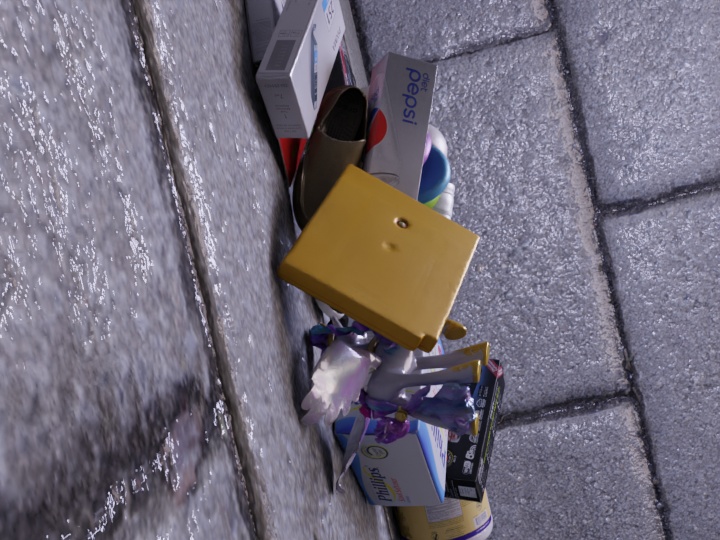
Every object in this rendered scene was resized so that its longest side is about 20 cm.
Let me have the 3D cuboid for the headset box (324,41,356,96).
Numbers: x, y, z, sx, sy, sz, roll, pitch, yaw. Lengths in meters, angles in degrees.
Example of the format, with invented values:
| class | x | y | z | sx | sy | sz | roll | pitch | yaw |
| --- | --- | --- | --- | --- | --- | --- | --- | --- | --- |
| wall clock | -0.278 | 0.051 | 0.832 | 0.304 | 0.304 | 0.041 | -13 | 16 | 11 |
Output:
| class | x | y | z | sx | sy | sz | roll | pitch | yaw |
| --- | --- | --- | --- | --- | --- | --- | --- | --- | --- |
| headset box | -0.050 | -0.286 | 1.443 | 0.200 | 0.077 | 0.149 | 61 | 17 | -66 |

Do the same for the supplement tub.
| class | x | y | z | sx | sy | sz | roll | pitch | yaw |
| --- | --- | --- | --- | --- | --- | --- | --- | --- | --- |
| supplement tub | 0.112 | 0.313 | 1.387 | 0.145 | 0.145 | 0.200 | -61 | 137 | -81 |

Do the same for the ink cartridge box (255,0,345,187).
| class | x | y | z | sx | sy | sz | roll | pitch | yaw |
| --- | --- | --- | --- | --- | --- | --- | --- | --- | --- |
| ink cartridge box | -0.059 | -0.227 | 1.079 | 0.176 | 0.045 | 0.200 | 75 | 23 | -51 |

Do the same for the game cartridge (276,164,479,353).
| class | x | y | z | sx | sy | sz | roll | pitch | yaw |
| --- | --- | --- | --- | --- | --- | --- | --- | --- | --- |
| game cartridge | 0.025 | -0.015 | 0.979 | 0.032 | 0.176 | 0.200 | -61 | 179 | 43 |

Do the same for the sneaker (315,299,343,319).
| class | x | y | z | sx | sy | sz | roll | pitch | yaw |
| --- | --- | --- | --- | --- | --- | --- | --- | --- | --- |
| sneaker | -0.007 | -0.032 | 1.157 | 0.071 | 0.099 | 0.200 | 41 | 27 | -31 |

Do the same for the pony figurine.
| class | x | y | z | sx | sy | sz | roll | pitch | yaw |
| --- | --- | --- | --- | --- | --- | --- | --- | --- | --- |
| pony figurine | 0.026 | 0.121 | 0.961 | 0.193 | 0.200 | 0.167 | -73 | 161 | -45 |

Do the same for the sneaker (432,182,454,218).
| class | x | y | z | sx | sy | sz | roll | pitch | yaw |
| --- | --- | --- | --- | --- | --- | --- | --- | --- | --- |
| sneaker | 0.036 | -0.073 | 1.351 | 0.074 | 0.200 | 0.116 | 36 | 57 | -72 |

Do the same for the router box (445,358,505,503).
| class | x | y | z | sx | sy | sz | roll | pitch | yaw |
| --- | --- | --- | --- | --- | --- | --- | --- | --- | --- |
| router box | 0.109 | 0.210 | 1.263 | 0.062 | 0.150 | 0.200 | 71 | 29 | -45 |

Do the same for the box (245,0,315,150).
| class | x | y | z | sx | sy | sz | roll | pitch | yaw |
| --- | --- | --- | --- | --- | --- | --- | --- | --- | --- |
| box | -0.099 | -0.261 | 1.152 | 0.200 | 0.036 | 0.144 | 62 | 17 | -63 |

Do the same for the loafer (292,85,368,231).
| class | x | y | z | sx | sy | sz | roll | pitch | yaw |
| --- | --- | --- | --- | --- | --- | --- | --- | --- | --- |
| loafer | -0.034 | -0.135 | 1.087 | 0.067 | 0.076 | 0.200 | 130 | -32 | -74 |

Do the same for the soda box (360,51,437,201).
| class | x | y | z | sx | sy | sz | roll | pitch | yaw |
| --- | --- | --- | --- | --- | --- | --- | --- | --- | --- |
| soda box | 0.039 | -0.157 | 1.112 | 0.063 | 0.068 | 0.200 | 161 | -60 | -72 |

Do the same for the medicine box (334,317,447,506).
| class | x | y | z | sx | sy | sz | roll | pitch | yaw |
| --- | --- | --- | --- | --- | --- | --- | --- | --- | --- |
| medicine box | 0.047 | 0.165 | 1.149 | 0.182 | 0.103 | 0.200 | 70 | 20 | -47 |

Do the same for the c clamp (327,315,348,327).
| class | x | y | z | sx | sy | sz | roll | pitch | yaw |
| --- | --- | --- | --- | --- | --- | --- | --- | --- | --- |
| c clamp | -0.015 | 0.100 | 1.206 | 0.171 | 0.027 | 0.200 | -96 | 171 | -51 |

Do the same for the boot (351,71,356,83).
| class | x | y | z | sx | sy | sz | roll | pitch | yaw |
| --- | --- | --- | --- | --- | --- | --- | --- | --- | --- |
| boot | -0.022 | -0.253 | 1.709 | 0.200 | 0.066 | 0.175 | 61 | 30 | -66 |

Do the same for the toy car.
| class | x | y | z | sx | sy | sz | roll | pitch | yaw |
| --- | --- | --- | --- | --- | --- | --- | --- | --- | --- |
| toy car | 0.037 | -0.153 | 1.238 | 0.175 | 0.200 | 0.150 | -60 | -164 | -18 |
